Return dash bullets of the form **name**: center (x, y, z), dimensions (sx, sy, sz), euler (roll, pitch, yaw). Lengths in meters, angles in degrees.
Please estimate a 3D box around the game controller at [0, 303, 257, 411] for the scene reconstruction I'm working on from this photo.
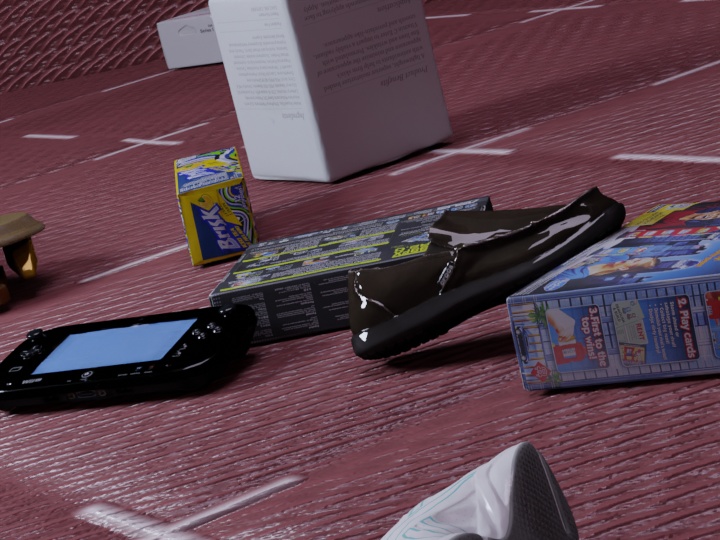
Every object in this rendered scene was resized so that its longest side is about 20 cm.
- **game controller**: center (-0.172, 0.061, 1.436), dimensions (0.199, 0.042, 0.104), euler (-8, 13, 25)

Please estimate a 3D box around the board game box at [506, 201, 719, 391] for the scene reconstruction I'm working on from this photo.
- **board game box**: center (0.224, 0.010, 1.201), dimensions (0.199, 0.062, 0.200), euler (-2, 17, 38)

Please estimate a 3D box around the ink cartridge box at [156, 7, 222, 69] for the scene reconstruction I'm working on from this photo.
- **ink cartridge box**: center (-0.225, -0.410, 3.454), dimensions (0.144, 0.085, 0.200), euler (-3, 16, 41)

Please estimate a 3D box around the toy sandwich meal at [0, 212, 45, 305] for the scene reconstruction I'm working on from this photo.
- **toy sandwich meal**: center (-0.373, 0.003, 1.860), dimensions (0.204, 0.071, 0.205), euler (-15, 8, 2)

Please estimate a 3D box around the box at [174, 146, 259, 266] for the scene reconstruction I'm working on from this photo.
- **box**: center (-0.134, -0.062, 1.865), dimensions (0.064, 0.071, 0.200), euler (-13, 12, -2)

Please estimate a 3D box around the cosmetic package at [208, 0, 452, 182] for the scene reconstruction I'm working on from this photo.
- **cosmetic package**: center (-0.031, -0.210, 2.104), dimensions (0.164, 0.201, 0.165), euler (-21, 15, -29)

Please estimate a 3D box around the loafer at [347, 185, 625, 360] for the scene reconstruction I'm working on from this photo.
- **loafer**: center (0.074, -0.011, 1.307), dimensions (0.199, 0.072, 0.073), euler (-25, -10, 10)

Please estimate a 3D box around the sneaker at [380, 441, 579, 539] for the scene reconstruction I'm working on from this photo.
- **sneaker**: center (0.036, 0.139, 0.852), dimensions (0.080, 0.071, 0.200), euler (-25, 5, 20)

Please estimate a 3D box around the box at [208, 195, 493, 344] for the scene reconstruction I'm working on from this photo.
- **box**: center (0.000, 0.000, 1.518), dimensions (0.199, 0.045, 0.160), euler (-11, 13, 11)
